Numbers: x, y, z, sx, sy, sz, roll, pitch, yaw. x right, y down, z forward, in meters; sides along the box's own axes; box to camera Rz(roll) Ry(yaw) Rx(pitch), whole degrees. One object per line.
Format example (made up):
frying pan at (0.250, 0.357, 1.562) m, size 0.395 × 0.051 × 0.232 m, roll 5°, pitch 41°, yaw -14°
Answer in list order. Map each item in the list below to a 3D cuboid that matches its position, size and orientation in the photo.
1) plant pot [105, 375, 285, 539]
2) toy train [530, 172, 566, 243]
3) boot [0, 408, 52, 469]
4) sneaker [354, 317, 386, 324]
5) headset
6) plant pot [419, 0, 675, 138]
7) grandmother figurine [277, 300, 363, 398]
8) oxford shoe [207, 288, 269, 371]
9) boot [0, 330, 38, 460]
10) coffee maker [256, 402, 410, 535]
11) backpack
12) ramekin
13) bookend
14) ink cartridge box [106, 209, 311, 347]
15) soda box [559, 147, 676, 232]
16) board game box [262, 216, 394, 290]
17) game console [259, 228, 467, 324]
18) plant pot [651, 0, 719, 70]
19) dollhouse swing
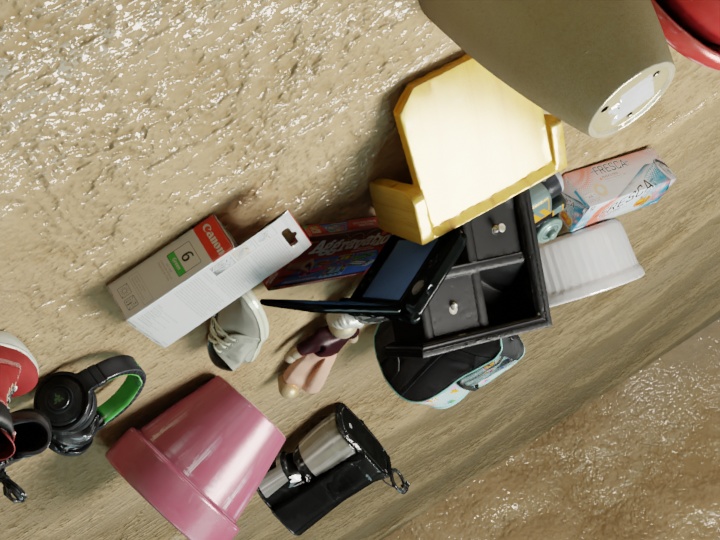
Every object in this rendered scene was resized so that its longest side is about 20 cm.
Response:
plant pot at (-0.204, 0.246, 1.451) m, size 0.179 × 0.200 × 0.200 m, roll -46°, pitch 161°, yaw -12°
toy train at (0.199, -0.066, 1.508) m, size 0.199 × 0.085 × 0.114 m, roll -31°, pitch 149°, yaw -10°
boot at (-0.408, 0.187, 1.099) m, size 0.199 × 0.070 × 0.132 m, roll -25°, pitch -179°, yaw -12°
sneaker at (0.056, 0.024, 1.492) m, size 0.075 × 0.080 × 0.200 m, roll -18°, pitch 176°, yaw 41°
headset at (-0.323, 0.174, 1.233) m, size 0.200 × 0.094 × 0.124 m, roll -31°, pitch 159°, yaw -27°
plant pot at (0.185, -0.224, 0.987) m, size 0.187 × 0.200 × 0.188 m, roll -30°, pitch 158°, yaw -13°
grandmother figurine at (-0.047, 0.107, 1.543) m, size 0.121 × 0.061 × 0.200 m, roll -28°, pitch 162°, yaw -39°
oxford shoe at (-0.150, 0.068, 1.293) m, size 0.058 × 0.075 × 0.200 m, roll -27°, pitch 162°, yaw -21°
boot at (-0.344, 0.124, 1.031) m, size 0.072 × 0.145 × 0.200 m, roll -36°, pitch 160°, yaw 0°
coffee maker at (-0.056, 0.360, 1.879) m, size 0.200 × 0.192 × 0.135 m, roll -38°, pitch 175°, yaw 13°
backpack at (0.128, 0.108, 1.638) m, size 0.200 × 0.176 × 0.153 m, roll -36°, pitch 155°, yaw 15°
ramekin at (0.327, -0.010, 1.697) m, size 0.200 × 0.098 × 0.200 m, roll -18°, pitch 179°, yaw 0°
bookend at (0.120, -0.009, 1.361) m, size 0.198 × 0.201 × 0.092 m, roll -10°, pitch -178°, yaw -29°
ink cartridge box at (-0.156, -0.005, 1.160) m, size 0.200 × 0.050 × 0.109 m, roll -35°, pitch 158°, yaw -2°
soda box at (0.379, -0.123, 1.653) m, size 0.199 × 0.069 × 0.064 m, roll -19°, pitch 154°, yaw -32°
board game box at (-0.021, -0.025, 1.355) m, size 0.199 × 0.019 × 0.103 m, roll -10°, pitch 147°, yaw -46°
game console at (0.000, 0.000, 1.258) m, size 0.176 × 0.116 × 0.200 m, roll -57°, pitch -161°, yaw -11°
plant pot at (0.373, -0.309, 1.083) m, size 0.200 × 0.201 × 0.183 m, roll -11°, pitch 151°, yaw -45°
dollhouse swing at (0.102, -0.156, 1.238) m, size 0.199 × 0.176 × 0.182 m, roll -29°, pitch -161°, yaw -15°
